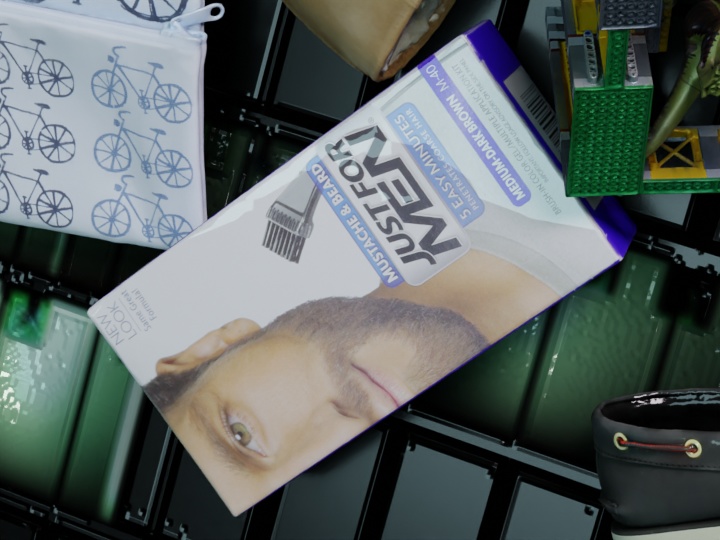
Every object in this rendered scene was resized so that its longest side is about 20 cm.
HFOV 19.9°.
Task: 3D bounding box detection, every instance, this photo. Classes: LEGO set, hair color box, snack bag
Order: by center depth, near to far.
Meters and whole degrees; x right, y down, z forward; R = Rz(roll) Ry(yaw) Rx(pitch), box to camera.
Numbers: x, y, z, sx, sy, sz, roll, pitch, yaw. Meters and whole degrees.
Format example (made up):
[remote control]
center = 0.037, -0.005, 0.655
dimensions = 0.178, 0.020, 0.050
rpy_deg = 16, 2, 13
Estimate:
[LEGO set]
center = 0.132, -0.120, 0.753
dimensions = 0.153, 0.201, 0.116
rpy_deg = -7, 50, 6
[hair color box]
center = 0.000, 0.000, 0.840
dimensions = 0.200, 0.065, 0.110
rpy_deg = -35, 93, 20
[snack bag]
center = -0.148, -0.113, 0.887
dimensions = 0.188, 0.021, 0.201
rpy_deg = 11, 114, 19

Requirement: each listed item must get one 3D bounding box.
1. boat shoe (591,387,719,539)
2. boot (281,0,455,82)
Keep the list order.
[boat shoe]
center = 0.184, 0.063, 0.781
dimensions = 0.200, 0.074, 0.063
rpy_deg = -11, 98, 24
[boot]
center = -0.017, -0.207, 0.844
dimensions = 0.200, 0.066, 0.176
rpy_deg = 40, 117, 14
